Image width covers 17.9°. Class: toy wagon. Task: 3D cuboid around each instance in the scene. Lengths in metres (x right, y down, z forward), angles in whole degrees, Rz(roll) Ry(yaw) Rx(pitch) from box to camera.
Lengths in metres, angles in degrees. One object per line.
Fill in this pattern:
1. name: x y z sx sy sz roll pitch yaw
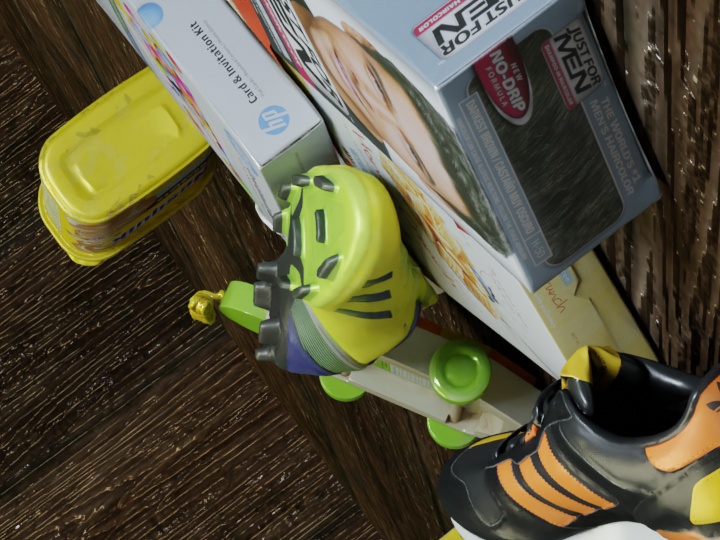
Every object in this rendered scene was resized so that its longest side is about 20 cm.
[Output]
1. toy wagon: 0.002 0.043 1.245 0.199 0.040 0.155 23 168 6

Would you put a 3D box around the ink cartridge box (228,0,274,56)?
1. ink cartridge box: -0.068 -0.124 1.239 0.163 0.050 0.200 57 176 -22

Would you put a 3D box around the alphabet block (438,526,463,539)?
1. alphabet block: 0.110 0.241 1.211 0.197 0.195 0.200 49 172 25

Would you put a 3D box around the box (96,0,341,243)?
1. box: -0.078 -0.105 1.113 0.200 0.041 0.156 51 174 19

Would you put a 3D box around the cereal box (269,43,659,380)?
1. cereal box: 0.041 -0.032 0.988 0.144 0.039 0.200 56 173 -26

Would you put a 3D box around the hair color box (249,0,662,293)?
1. hair color box: 0.017 -0.088 0.809 0.200 0.060 0.099 45 168 48

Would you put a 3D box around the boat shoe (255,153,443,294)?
1. boat shoe: -0.006 -0.016 1.242 0.071 0.069 0.200 59 171 -21

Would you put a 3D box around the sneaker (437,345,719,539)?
1. sneaker: 0.092 0.064 0.882 0.199 0.070 0.091 1 124 54

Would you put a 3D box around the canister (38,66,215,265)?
1. canister: -0.179 -0.082 1.759 0.087 0.148 0.200 54 171 2

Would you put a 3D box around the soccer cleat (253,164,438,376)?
1. soccer cleat: 0.000 -0.001 1.055 0.200 0.083 0.065 119 150 -69
